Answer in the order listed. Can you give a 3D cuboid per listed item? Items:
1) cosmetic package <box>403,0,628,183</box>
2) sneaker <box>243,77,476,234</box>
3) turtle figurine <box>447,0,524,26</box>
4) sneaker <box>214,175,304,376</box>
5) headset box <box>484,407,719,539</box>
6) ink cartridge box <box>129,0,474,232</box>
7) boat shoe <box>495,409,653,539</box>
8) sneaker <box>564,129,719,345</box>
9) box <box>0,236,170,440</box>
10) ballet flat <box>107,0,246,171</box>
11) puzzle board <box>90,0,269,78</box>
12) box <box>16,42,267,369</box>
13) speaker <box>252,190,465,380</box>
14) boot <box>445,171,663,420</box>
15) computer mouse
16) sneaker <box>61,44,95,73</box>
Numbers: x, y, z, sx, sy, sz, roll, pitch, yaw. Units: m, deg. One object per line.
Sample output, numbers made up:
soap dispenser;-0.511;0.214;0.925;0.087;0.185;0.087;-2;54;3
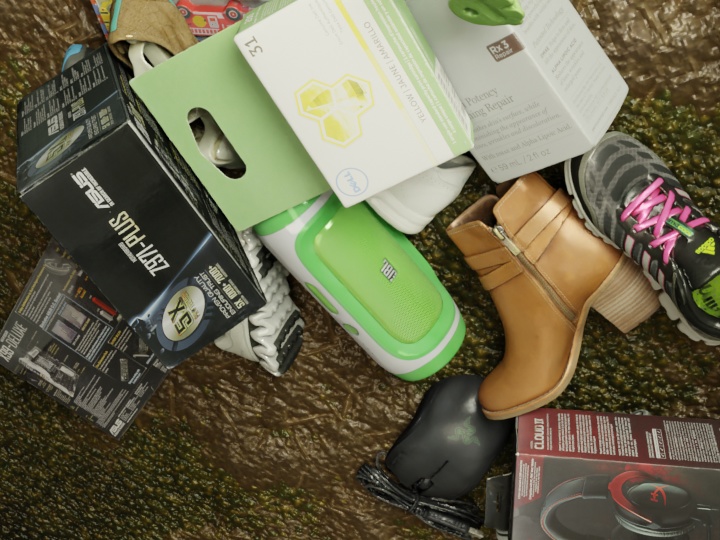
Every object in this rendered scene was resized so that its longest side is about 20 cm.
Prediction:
cosmetic package;0.082;-0.165;0.731;0.200;0.074;0.102;48;144;-18
sneaker;0.002;-0.113;0.809;0.200;0.075;0.088;34;119;-30
turtle figurine;0.109;-0.244;0.597;0.200;0.194;0.144;20;169;13
sneaker;-0.101;0.004;0.937;0.081;0.075;0.200;14;128;20
headset box;0.204;0.198;0.892;0.200;0.075;0.149;4;115;8
ink cartridge box;-0.043;-0.107;0.731;0.200;0.048;0.146;-25;117;18
boat shoe;0.195;0.184;0.970;0.200;0.072;0.071;-36;100;24
sneaker;0.227;-0.023;0.769;0.074;0.087;0.200;-41;101;-7
box;-0.252;0.058;1.038;0.158;0.050;0.200;34;128;-6
ballet flat;-0.122;-0.125;0.818;0.068;0.072;0.200;-12;135;32
puzzle board;-0.109;-0.189;0.806;0.200;0.017;0.151;5;142;16
box;-0.162;-0.052;0.774;0.086;0.200;0.164;-34;121;0
speaker;0.000;0.000;0.876;0.088;0.089;0.200;-26;120;32
boot;0.124;0.022;0.862;0.155;0.077;0.200;39;126;-11
computer mouse;0.080;0.180;1.009;0.138;0.053;0.200;25;129;2
sneaker;-0.187;-0.102;0.899;0.082;0.073;0.200;-12;127;7
